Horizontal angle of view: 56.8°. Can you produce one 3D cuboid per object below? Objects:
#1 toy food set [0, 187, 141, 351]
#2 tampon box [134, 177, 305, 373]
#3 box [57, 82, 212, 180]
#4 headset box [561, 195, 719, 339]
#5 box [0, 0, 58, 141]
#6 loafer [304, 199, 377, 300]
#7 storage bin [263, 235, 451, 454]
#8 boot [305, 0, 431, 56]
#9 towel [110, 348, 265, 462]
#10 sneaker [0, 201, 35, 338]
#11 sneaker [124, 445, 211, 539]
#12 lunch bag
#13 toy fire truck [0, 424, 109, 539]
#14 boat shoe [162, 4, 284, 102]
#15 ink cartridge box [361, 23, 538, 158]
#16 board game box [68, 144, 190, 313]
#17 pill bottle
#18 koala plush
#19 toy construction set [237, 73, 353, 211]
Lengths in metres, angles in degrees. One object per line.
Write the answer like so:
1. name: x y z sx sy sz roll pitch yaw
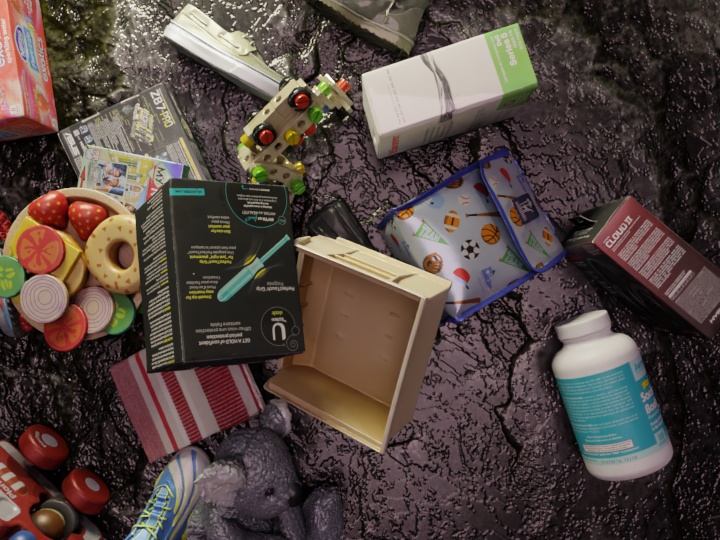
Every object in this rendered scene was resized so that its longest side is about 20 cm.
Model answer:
1. toy food set: -0.359 -0.003 0.837 0.200 0.049 0.198 32 93 1
2. tampon box: -0.167 0.010 0.780 0.149 0.126 0.201 0 78 -35
3. box: -0.294 -0.129 0.908 0.161 0.049 0.201 -26 88 3
4. headset box: 0.351 -0.008 0.842 0.200 0.149 0.077 39 89 1
5. box: -0.488 -0.284 0.892 0.102 0.095 0.201 -8 89 2
6. loafer: 0.000 0.000 0.893 0.070 0.068 0.201 -35 83 8
7. storage bin: -0.012 0.079 0.821 0.198 0.094 0.201 22 111 25
8. boot: 0.039 -0.413 0.896 0.181 0.073 0.201 24 96 -12
9. towel: -0.231 0.155 0.883 0.199 0.023 0.145 -27 86 20
10. sneaker: -0.500 0.004 0.907 0.095 0.079 0.201 -24 82 14
11. sneaker: -0.258 0.333 0.870 0.075 0.105 0.201 23 90 1
12. lunch bag: 0.152 -0.046 0.865 0.199 0.124 0.171 -28 89 -13
13. toy fire truck: -0.425 0.299 0.843 0.200 0.168 0.112 45 90 2
14. boat shoe: -0.173 -0.293 0.898 0.199 0.072 0.062 31 92 4
15. ink cartridge box: 0.106 -0.222 0.853 0.199 0.146 0.084 -17 88 0
16. board game box: -0.309 -0.052 0.872 0.134 0.029 0.201 11 92 3
17. pill bottle: 0.316 0.156 0.858 0.110 0.111 0.201 -19 89 1
18. koala plush: -0.132 0.271 0.812 0.183 0.177 0.201 18 125 25
19. toy construction set: -0.083 -0.178 0.872 0.200 0.131 0.092 -53 47 -1
